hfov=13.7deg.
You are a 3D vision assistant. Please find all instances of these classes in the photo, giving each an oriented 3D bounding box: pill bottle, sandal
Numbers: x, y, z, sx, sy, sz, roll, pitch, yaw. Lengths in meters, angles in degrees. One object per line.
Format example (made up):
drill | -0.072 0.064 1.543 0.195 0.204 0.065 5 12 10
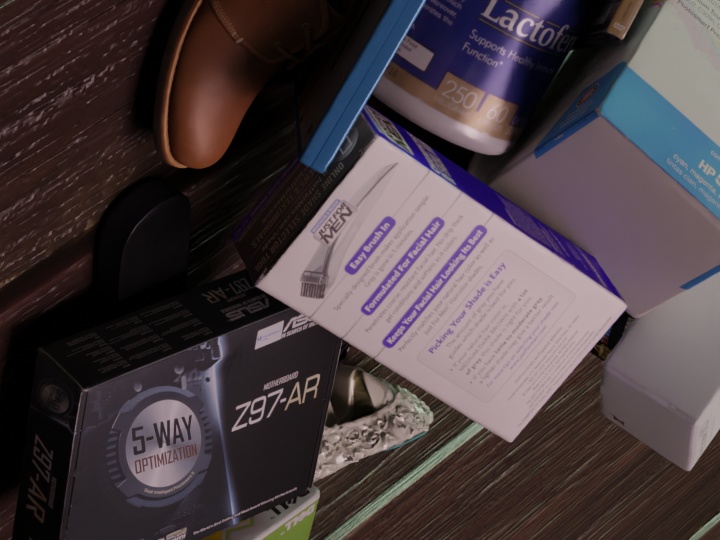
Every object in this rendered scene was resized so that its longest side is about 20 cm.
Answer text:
pill bottle | 0.084 -0.177 1.709 0.201 0.116 0.116 -60 155 14
sandal | -0.119 0.033 1.708 0.076 0.043 0.201 -42 154 -27

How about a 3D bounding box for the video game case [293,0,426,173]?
video game case | 0.007 -0.139 1.607 0.144 0.018 0.200 -60 -170 13

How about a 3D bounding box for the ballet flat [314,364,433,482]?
ballet flat | -0.017 0.098 1.965 0.200 0.072 0.072 -22 142 -53

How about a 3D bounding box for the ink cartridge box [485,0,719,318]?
ink cartridge box | 0.192 -0.099 1.752 0.200 0.125 0.128 -56 -168 -32

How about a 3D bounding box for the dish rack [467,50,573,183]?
dish rack | 0.124 -0.041 1.863 0.172 0.043 0.201 -48 150 -33

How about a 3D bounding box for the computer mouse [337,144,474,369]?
computer mouse | 0.000 0.000 1.862 0.200 0.046 0.140 -55 176 25

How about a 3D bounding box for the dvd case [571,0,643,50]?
dvd case | 0.177 -0.221 1.738 0.201 0.016 0.149 -63 -172 -2

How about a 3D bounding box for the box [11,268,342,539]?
box | -0.103 0.087 1.710 0.199 0.043 0.161 -21 137 -38

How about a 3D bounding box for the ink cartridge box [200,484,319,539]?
ink cartridge box | -0.076 0.190 1.805 0.148 0.200 0.076 -33 149 -39

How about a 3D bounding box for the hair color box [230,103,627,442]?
hair color box | 0.039 0.000 1.674 0.200 0.065 0.109 32 105 -32

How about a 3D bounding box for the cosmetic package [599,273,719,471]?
cosmetic package | 0.230 0.013 1.835 0.200 0.071 0.102 -53 165 -13

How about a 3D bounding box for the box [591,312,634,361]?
box | 0.210 -0.020 1.975 0.159 0.046 0.200 -54 172 -10

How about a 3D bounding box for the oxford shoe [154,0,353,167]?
oxford shoe | -0.047 -0.131 1.571 0.071 0.071 0.201 -12 135 -58
